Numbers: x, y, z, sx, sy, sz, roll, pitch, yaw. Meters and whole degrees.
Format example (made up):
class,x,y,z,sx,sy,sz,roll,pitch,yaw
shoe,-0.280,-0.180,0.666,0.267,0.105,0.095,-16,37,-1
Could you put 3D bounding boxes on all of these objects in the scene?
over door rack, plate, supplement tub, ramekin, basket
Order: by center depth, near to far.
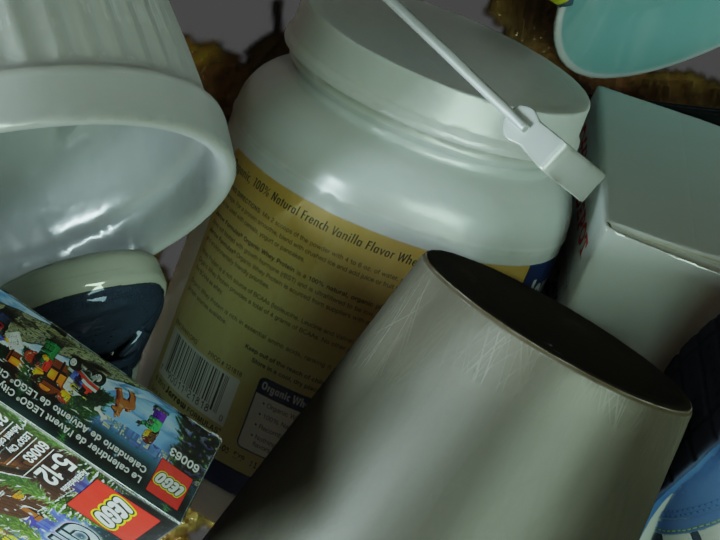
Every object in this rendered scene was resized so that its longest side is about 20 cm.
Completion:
class,x,y,z,sx,sy,sz,roll,pitch,yaw
over door rack,0.048,-0.148,0.857,0.148,0.200,0.067,-49,163,9
ramekin,-0.151,-0.058,0.866,0.199,0.106,0.200,-15,164,-4
basket,0.022,0.106,0.897,0.180,0.136,0.201,24,101,-25
supplement tub,0.000,0.000,0.994,0.144,0.144,0.201,10,112,-30
plate,0.160,-0.151,1.016,0.199,0.026,0.200,-27,159,-11

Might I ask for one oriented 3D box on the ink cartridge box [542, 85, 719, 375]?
class,x,y,z,sx,sy,sz,roll,pitch,yaw
ink cartridge box,0.100,0.044,1.037,0.083,0.145,0.201,21,116,-6

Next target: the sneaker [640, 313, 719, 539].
class,x,y,z,sx,sy,sz,roll,pitch,yaw
sneaker,0.139,0.094,0.940,0.082,0.074,0.201,19,125,-5

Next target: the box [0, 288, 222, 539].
class,x,y,z,sx,sy,sz,roll,pitch,yaw
box,-0.152,0.069,0.880,0.136,0.200,0.038,36,54,-12

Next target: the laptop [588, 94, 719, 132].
class,x,y,z,sx,sy,sz,roll,pitch,yaw
laptop,0.152,-0.014,1.144,0.199,0.103,0.178,-25,130,-43

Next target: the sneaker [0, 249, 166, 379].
class,x,y,z,sx,sy,sz,roll,pitch,yaw
sneaker,-0.113,0.065,0.956,0.074,0.085,0.200,-9,156,-23

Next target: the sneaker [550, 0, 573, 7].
class,x,y,z,sx,sy,sz,roll,pitch,yaw
sneaker,0.084,-0.199,0.909,0.078,0.066,0.201,24,102,-12
